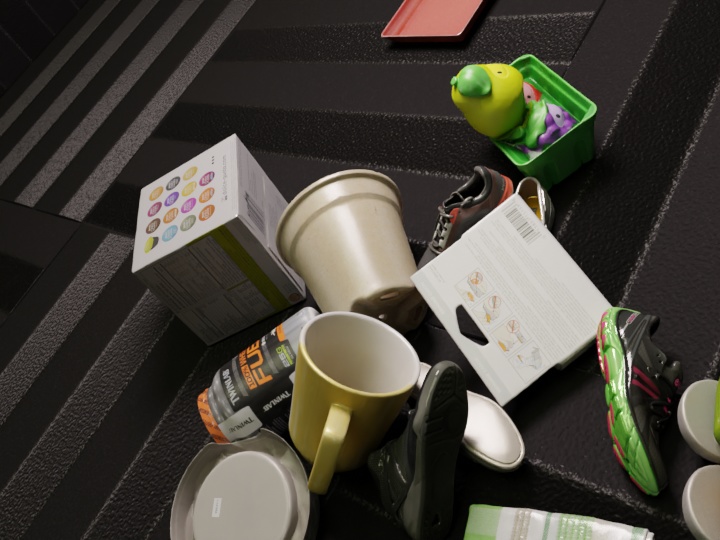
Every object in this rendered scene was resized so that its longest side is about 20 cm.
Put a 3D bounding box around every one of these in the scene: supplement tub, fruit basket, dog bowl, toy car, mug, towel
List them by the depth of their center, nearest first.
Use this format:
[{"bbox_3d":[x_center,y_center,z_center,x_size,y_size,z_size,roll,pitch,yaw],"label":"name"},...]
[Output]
[{"bbox_3d":[0.382,0.159,0.681,0.146,0.177,0.204,13,54,1],"label":"toy car"},{"bbox_3d":[0.185,0.317,0.763,0.196,0.031,0.152,-3,50,36],"label":"towel"},{"bbox_3d":[-0.031,0.160,0.908,0.148,0.156,0.184,37,34,28],"label":"mug"},{"bbox_3d":[-0.137,0.301,0.944,0.195,0.059,0.205,-11,62,21],"label":"dog bowl"},{"bbox_3d":[-0.114,0.153,1.038,0.198,0.123,0.123,-36,42,3],"label":"supplement tub"},{"bbox_3d":[0.219,-0.234,1.083,0.154,0.217,0.217,-34,42,3],"label":"fruit basket"}]

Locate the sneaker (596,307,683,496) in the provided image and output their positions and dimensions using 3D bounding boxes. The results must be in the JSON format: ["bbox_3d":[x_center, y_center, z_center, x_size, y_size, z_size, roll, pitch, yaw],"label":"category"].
[{"bbox_3d":[0.299,0.129,0.802,0.081,0.077,0.205,-4,62,9],"label":"sneaker"}]

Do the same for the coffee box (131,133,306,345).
[{"bbox_3d":[-0.223,-0.045,1.227,0.194,0.201,0.203,-25,43,14],"label":"coffee box"}]

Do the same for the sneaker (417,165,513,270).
[{"bbox_3d":[0.125,-0.062,1.065,0.202,0.081,0.077,-55,40,7],"label":"sneaker"}]

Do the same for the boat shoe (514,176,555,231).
[{"bbox_3d":[0.216,-0.038,1.010,0.069,0.070,0.204,-3,52,32],"label":"boat shoe"}]

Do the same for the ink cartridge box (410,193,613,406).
[{"bbox_3d":[0.184,0.036,0.933,0.172,0.044,0.202,-37,67,2],"label":"ink cartridge box"}]

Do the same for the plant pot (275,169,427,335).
[{"bbox_3d":[0.000,0.000,1.058,0.198,0.201,0.186,-31,53,7],"label":"plant pot"}]

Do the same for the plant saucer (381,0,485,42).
[{"bbox_3d":[0.164,-0.509,1.482,0.197,0.037,0.202,14,62,42],"label":"plant saucer"}]

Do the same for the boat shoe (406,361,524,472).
[{"bbox_3d":[0.120,0.179,0.912,0.066,0.058,0.199,-37,45,-19],"label":"boat shoe"}]

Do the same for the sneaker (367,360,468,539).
[{"bbox_3d":[0.060,0.193,0.867,0.113,0.075,0.205,20,108,50],"label":"sneaker"}]
